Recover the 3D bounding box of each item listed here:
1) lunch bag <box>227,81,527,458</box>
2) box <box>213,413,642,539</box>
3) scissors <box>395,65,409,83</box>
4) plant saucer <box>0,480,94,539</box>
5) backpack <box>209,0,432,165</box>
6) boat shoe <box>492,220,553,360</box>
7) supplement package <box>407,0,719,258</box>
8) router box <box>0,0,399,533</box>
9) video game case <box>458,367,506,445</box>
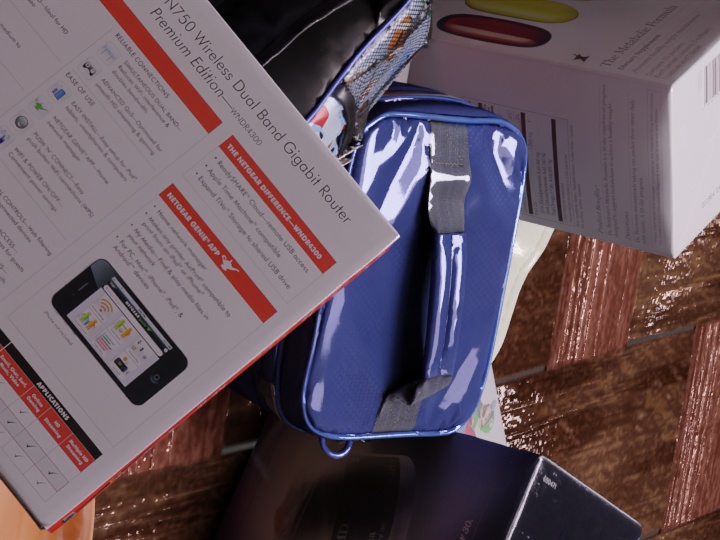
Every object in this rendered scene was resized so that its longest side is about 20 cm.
[{"bbox_3d":[0.000,0.000,1.146,0.135,0.132,0.201,0,104,-39],"label":"lunch bag"},{"bbox_3d":[0.016,0.191,1.204,0.123,0.198,0.201,36,72,-45],"label":"box"},{"bbox_3d":[0.032,-0.159,1.194,0.073,0.014,0.201,-32,132,-30],"label":"scissors"},{"bbox_3d":[-0.171,0.063,0.953,0.200,0.037,0.201,-12,90,-78],"label":"plant saucer"},{"bbox_3d":[-0.079,-0.101,0.977,0.191,0.200,0.154,-50,161,-26],"label":"backpack"},{"bbox_3d":[0.054,0.010,1.302,0.072,0.060,0.202,47,54,-20],"label":"boat shoe"},{"bbox_3d":[0.116,-0.099,1.252,0.114,0.199,0.110,-41,136,-43],"label":"supplement package"},{"bbox_3d":[-0.115,-0.030,0.849,0.179,0.200,0.049,-39,179,-10],"label":"router box"},{"bbox_3d":[0.041,0.090,1.385,0.143,0.018,0.201,-48,139,-38],"label":"video game case"}]
